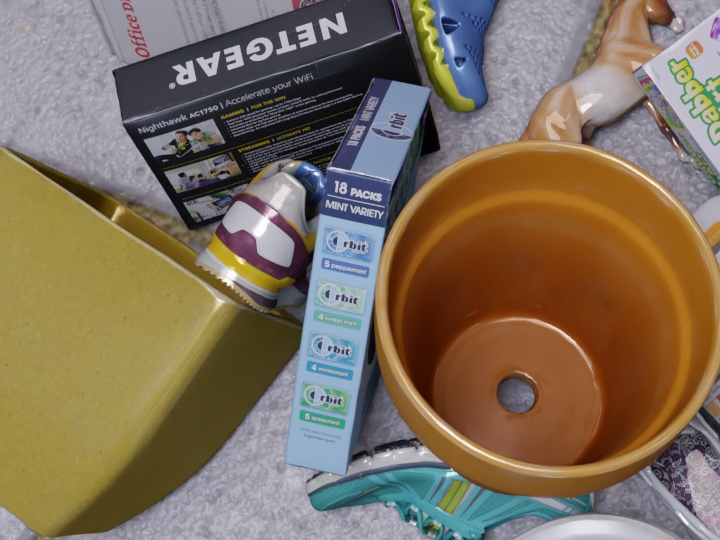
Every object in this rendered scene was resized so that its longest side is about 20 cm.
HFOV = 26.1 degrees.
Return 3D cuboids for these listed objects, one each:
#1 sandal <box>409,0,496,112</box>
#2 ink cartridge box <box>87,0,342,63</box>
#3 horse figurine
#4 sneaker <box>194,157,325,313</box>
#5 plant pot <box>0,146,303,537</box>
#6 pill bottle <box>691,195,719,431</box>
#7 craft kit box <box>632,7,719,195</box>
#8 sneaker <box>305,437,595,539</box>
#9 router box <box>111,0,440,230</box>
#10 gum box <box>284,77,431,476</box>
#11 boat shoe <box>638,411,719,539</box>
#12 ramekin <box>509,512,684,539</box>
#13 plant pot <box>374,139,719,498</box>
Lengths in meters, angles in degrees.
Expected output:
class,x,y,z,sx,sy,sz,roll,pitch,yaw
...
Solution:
class,x,y,z,sx,sy,sz,roll,pitch,yaw
sandal,0.074,-0.214,1.132,0.086,0.080,0.203,-9,77,3
ink cartridge box,-0.091,-0.207,1.114,0.197,0.146,0.086,8,64,10
horse figurine,0.177,-0.105,1.102,0.199,0.050,0.133,-39,81,-5
sneaker,-0.046,-0.028,1.038,0.075,0.200,0.090,37,98,0
plant pot,-0.182,0.066,1.049,0.194,0.194,0.201,31,91,14
pill bottle,0.266,0.057,1.011,0.116,0.116,0.200,-42,78,-3
craft kit box,0.322,-0.116,1.061,0.197,0.049,0.201,-37,89,1
sneaker,0.059,0.152,1.047,0.197,0.077,0.081,-3,85,8
router box,-0.054,-0.111,1.082,0.198,0.150,0.052,-17,60,4
gum box,0.000,0.000,0.995,0.044,0.170,0.202,11,115,6
boat shoe,0.203,0.114,1.034,0.072,0.069,0.201,-31,73,1
ramekin,0.147,0.244,0.951,0.197,0.106,0.202,-8,47,9
plant pot,0.103,0.053,0.945,0.197,0.184,0.203,1,67,-2
